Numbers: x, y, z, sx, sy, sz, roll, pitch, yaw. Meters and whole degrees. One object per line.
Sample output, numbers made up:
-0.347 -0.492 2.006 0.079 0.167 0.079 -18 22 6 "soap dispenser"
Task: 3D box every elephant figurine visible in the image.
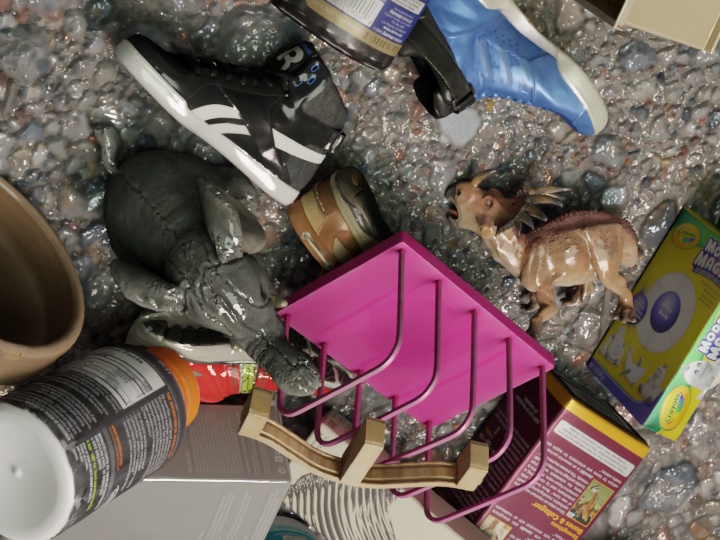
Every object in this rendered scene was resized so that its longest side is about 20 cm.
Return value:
-0.118 -0.008 1.309 0.154 0.200 0.143 2 113 -21 "elephant figurine"

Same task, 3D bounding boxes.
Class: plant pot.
-0.332 0.033 1.272 0.174 0.201 0.200 -41 122 21 "plant pot"

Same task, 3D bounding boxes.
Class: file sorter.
0.044 0.095 1.389 0.138 0.126 0.200 -28 130 31 "file sorter"

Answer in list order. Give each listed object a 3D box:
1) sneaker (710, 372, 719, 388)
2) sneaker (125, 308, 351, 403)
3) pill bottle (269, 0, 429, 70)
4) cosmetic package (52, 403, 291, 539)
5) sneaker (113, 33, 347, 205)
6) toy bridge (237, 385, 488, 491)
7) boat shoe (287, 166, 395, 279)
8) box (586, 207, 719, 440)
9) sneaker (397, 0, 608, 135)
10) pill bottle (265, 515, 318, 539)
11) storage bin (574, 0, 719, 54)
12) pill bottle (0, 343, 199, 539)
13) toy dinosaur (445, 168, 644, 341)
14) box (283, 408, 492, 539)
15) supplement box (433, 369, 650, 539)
0.365 0.060 1.568 0.200 0.116 0.074 -44 122 5 "sneaker"
-0.104 0.075 1.441 0.198 0.077 0.085 13 129 -24 "sneaker"
0.024 -0.262 1.294 0.111 0.112 0.201 27 103 -28 "pill bottle"
-0.167 0.171 1.426 0.198 0.091 0.107 8 135 -21 "cosmetic package"
-0.091 -0.148 1.335 0.112 0.073 0.200 -49 128 3 "sneaker"
0.001 0.139 1.325 0.198 0.027 0.067 15 140 -13 "toy bridge"
0.000 0.000 1.434 0.073 0.076 0.201 -22 127 10 "boat shoe"
0.290 0.035 1.527 0.048 0.117 0.201 25 103 -29 "box"
0.105 -0.153 1.393 0.111 0.077 0.200 -48 116 -1 "sneaker"
-0.058 0.305 1.477 0.110 0.200 0.112 -8 116 -17 "pill bottle"
0.221 -0.292 1.301 0.093 0.200 0.200 14 108 -26 "storage bin"
-0.199 0.118 1.290 0.200 0.105 0.107 -28 135 -59 "pill bottle"
0.178 -0.024 1.483 0.198 0.086 0.137 -7 109 -23 "toy dinosaur"
0.024 0.216 1.489 0.199 0.068 0.082 38 99 3 "box"
0.151 0.197 1.569 0.110 0.086 0.201 32 100 -29 "supplement box"
